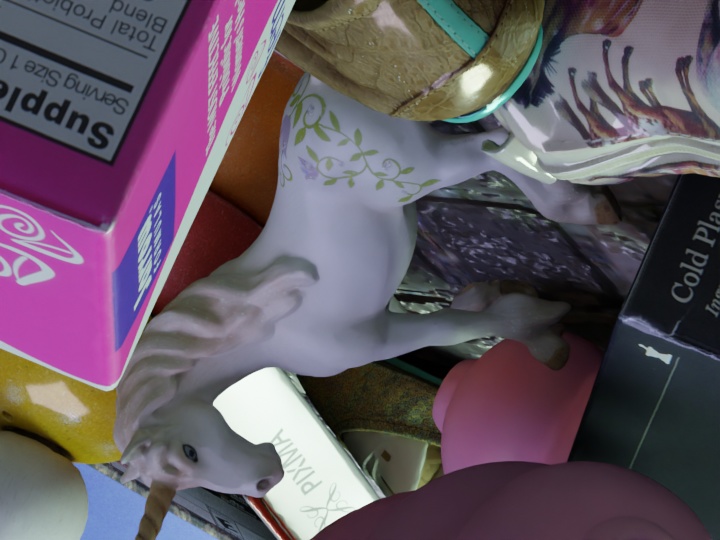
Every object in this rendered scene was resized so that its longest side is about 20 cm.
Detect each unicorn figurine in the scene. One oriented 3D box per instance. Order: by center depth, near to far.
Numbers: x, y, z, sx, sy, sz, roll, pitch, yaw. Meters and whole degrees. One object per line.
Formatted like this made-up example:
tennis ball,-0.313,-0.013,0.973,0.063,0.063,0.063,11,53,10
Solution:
unicorn figurine,0.000,0.000,0.771,0.137,0.200,0.074,3,-157,-16

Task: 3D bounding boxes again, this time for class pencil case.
pencil case,0.118,-0.053,0.598,0.200,0.090,0.078,5,151,45

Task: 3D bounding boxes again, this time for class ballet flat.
ballet flat,-0.038,-0.097,0.647,0.200,0.068,0.072,36,178,42
ballet flat,0.051,0.084,1.064,0.200,0.071,0.071,18,160,18

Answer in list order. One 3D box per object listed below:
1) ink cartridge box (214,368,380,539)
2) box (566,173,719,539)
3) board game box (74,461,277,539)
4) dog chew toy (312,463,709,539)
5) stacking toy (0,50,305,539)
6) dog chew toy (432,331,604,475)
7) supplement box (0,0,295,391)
ink cartridge box,-0.024,0.081,1.023,0.174,0.044,0.200,48,174,47
box,0.165,0.037,0.753,0.182,0.104,0.200,22,160,6
board game box,-0.128,0.105,1.160,0.159,0.097,0.200,33,-173,-23
dog chew toy,0.042,0.112,0.752,0.124,0.125,0.200,27,153,-7
stacking toy,-0.085,0.009,0.829,0.146,0.200,0.146,22,160,8
dog chew toy,0.116,0.086,0.923,0.200,0.125,0.125,25,162,20
supplement box,-0.057,-0.093,0.530,0.103,0.200,0.101,23,161,3
